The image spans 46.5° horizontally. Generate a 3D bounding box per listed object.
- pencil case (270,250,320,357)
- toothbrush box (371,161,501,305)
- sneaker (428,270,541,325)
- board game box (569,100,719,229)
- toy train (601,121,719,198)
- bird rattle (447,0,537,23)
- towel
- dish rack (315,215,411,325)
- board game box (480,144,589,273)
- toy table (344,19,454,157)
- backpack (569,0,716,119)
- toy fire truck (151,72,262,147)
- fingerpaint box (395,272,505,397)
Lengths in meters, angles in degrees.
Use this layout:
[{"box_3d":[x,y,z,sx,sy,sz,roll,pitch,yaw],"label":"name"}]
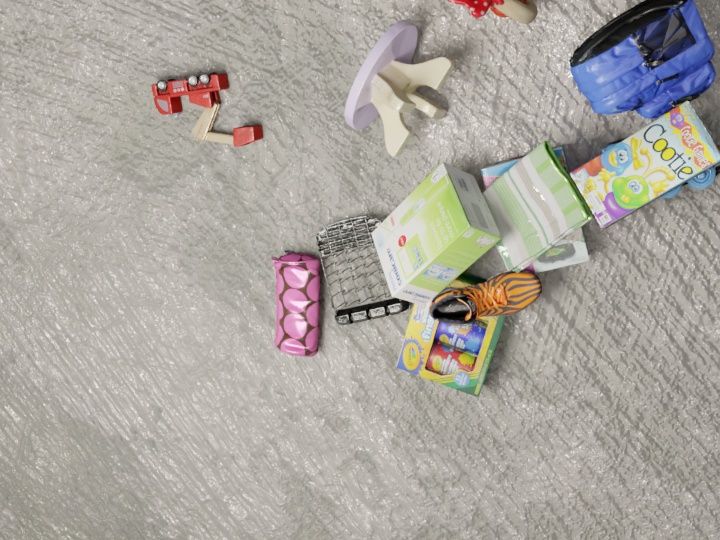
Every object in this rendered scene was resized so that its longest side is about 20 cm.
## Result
[{"box_3d":[-0.125,0.067,1.610,0.093,0.091,0.203,-3,104,-15],"label":"pencil case"},{"box_3d":[0.125,-0.060,1.439,0.200,0.085,0.147,-44,47,34],"label":"toothbrush box"},{"box_3d":[0.212,0.056,1.426,0.198,0.112,0.078,-18,93,14],"label":"sneaker"},{"box_3d":[0.443,-0.161,1.304,0.199,0.105,0.104,-32,83,20],"label":"board game box"},{"box_3d":[0.495,-0.177,1.382,0.198,0.087,0.116,-15,93,18],"label":"toy train"},{"box_3d":[0.219,-0.454,1.338,0.162,0.201,0.113,24,114,-18],"label":"bird rattle"},{"box_3d":[0.273,-0.099,1.370,0.150,0.031,0.200,59,143,9],"label":"towel"},{"box_3d":[0.000,0.000,1.577,0.152,0.055,0.202,-13,98,16],"label":"dish rack"},{"box_3d":[0.305,-0.102,1.462,0.146,0.064,0.202,-14,98,18],"label":"board game box"},{"box_3d":[0.068,-0.305,1.426,0.117,0.183,0.201,39,123,19],"label":"toy table"},{"box_3d":[0.441,-0.323,1.319,0.198,0.163,0.169,-26,99,18],"label":"backpack"},{"box_3d":[-0.292,-0.299,1.583,0.198,0.049,0.143,-5,103,16],"label":"toy fire truck"},{"box_3d":[0.173,0.107,1.544,0.165,0.073,0.202,19,107,10],"label":"fingerpaint box"}]
